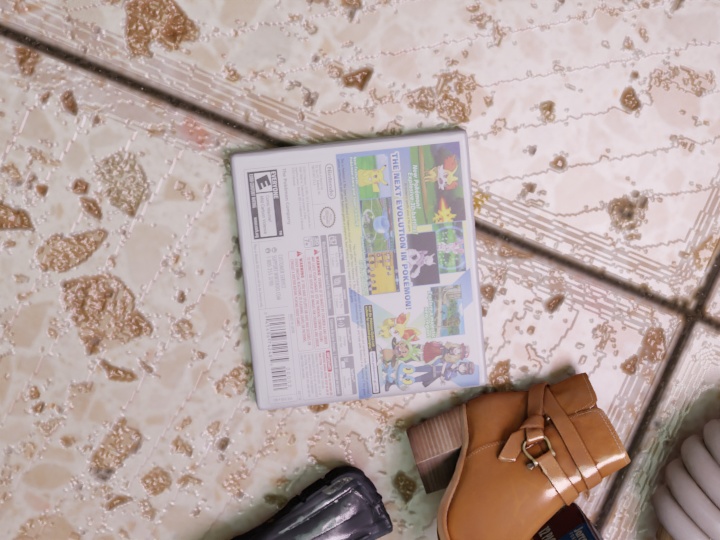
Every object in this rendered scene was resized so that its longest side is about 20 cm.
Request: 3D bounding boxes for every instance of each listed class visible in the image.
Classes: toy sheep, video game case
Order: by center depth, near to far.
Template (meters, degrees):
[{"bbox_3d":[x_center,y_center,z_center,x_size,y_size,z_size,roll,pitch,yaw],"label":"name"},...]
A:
[{"bbox_3d":[0.000,0.000,1.256,0.181,0.022,0.201,-6,101,-4],"label":"video game case"},{"bbox_3d":[0.303,0.172,1.262,0.138,0.138,0.200,38,100,-11],"label":"toy sheep"}]

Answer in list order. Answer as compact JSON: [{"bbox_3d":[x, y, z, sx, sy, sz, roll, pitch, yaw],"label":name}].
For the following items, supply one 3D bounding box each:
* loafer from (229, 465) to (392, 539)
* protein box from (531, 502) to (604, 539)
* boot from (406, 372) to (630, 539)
[{"bbox_3d":[-0.067,0.231,1.271,0.200,0.068,0.071,-34,93,-1],"label":"loafer"},{"bbox_3d":[0.159,0.334,1.278,0.198,0.135,0.200,-37,102,3],"label":"protein box"},{"bbox_3d":[0.131,0.174,1.229,0.154,0.201,0.077,-18,136,2],"label":"boot"}]
